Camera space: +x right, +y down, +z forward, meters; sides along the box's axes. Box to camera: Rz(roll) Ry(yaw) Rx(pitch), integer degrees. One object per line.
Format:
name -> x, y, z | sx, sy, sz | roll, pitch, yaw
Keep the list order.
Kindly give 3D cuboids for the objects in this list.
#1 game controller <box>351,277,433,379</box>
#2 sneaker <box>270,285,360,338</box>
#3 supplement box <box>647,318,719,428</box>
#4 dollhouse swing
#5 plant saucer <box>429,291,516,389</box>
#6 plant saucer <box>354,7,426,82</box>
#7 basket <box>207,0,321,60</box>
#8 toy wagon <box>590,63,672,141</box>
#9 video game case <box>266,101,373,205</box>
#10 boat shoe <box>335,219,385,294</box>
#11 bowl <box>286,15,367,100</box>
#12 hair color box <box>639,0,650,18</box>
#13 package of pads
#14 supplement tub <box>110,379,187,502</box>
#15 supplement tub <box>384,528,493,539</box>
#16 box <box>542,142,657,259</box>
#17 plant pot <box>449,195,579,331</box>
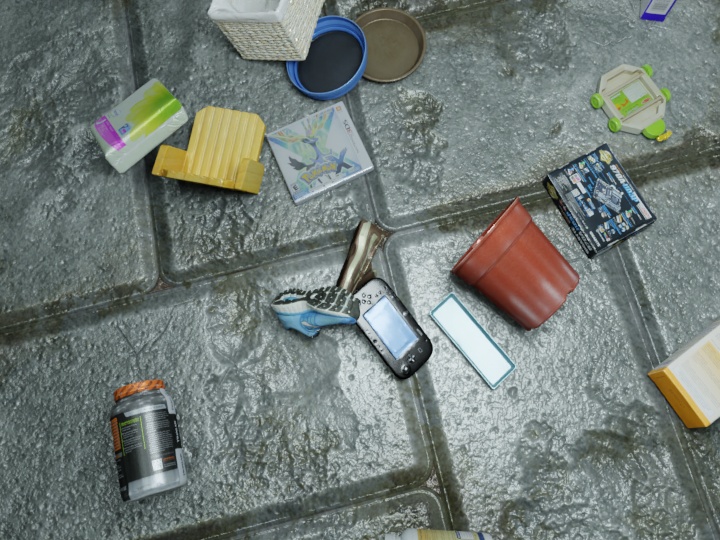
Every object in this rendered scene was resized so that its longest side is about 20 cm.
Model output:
game controller -> 0.059, 0.115, 1.176 | 0.104, 0.042, 0.202 | -38, 90, -7
sneaker -> -0.083, 0.088, 1.170 | 0.195, 0.092, 0.079 | 1, 31, 30
supplement box -> 0.685, 0.194, 1.133 | 0.197, 0.074, 0.128 | -33, 75, -7
dollhouse swing -> -0.313, -0.273, 1.259 | 0.194, 0.182, 0.182 | 11, 94, 6
plant saucer -> 0.228, 0.142, 1.193 | 0.069, 0.019, 0.201 | -38, 77, -9
plant saucer -> 0.060, -0.532, 1.385 | 0.193, 0.030, 0.207 | -1, 74, 2
basket -> -0.203, -0.605, 1.321 | 0.195, 0.161, 0.204 | 9, 73, 25
toy wagon -> 0.622, -0.369, 1.315 | 0.152, 0.040, 0.203 | -28, 76, -6
video game case -> -0.093, -0.267, 1.318 | 0.195, 0.022, 0.186 | -24, 75, -5
boat shoe -> 0.001, -0.001, 1.215 | 0.073, 0.075, 0.208 | 21, 82, -9
bowl -> -0.076, -0.491, 1.353 | 0.194, 0.039, 0.207 | -4, 74, 14
hair color box -> 0.713, -0.711, 1.372 | 0.063, 0.110, 0.206 | 7, 75, 4
package of pads -> -0.494, -0.327, 1.299 | 0.199, 0.069, 0.154 | -40, 49, -8
supplement tub -> -0.406, 0.321, 1.109 | 0.119, 0.123, 0.206 | -15, 74, -3
supplement tub -> 0.135, 0.534, 1.019 | 0.193, 0.145, 0.149 | 3, 74, 3
box -> 0.510, -0.151, 1.252 | 0.156, 0.046, 0.204 | -27, 75, -6
plant pot -> 0.312, -0.003, 1.151 | 0.195, 0.201, 0.201 | 43, 79, 4
